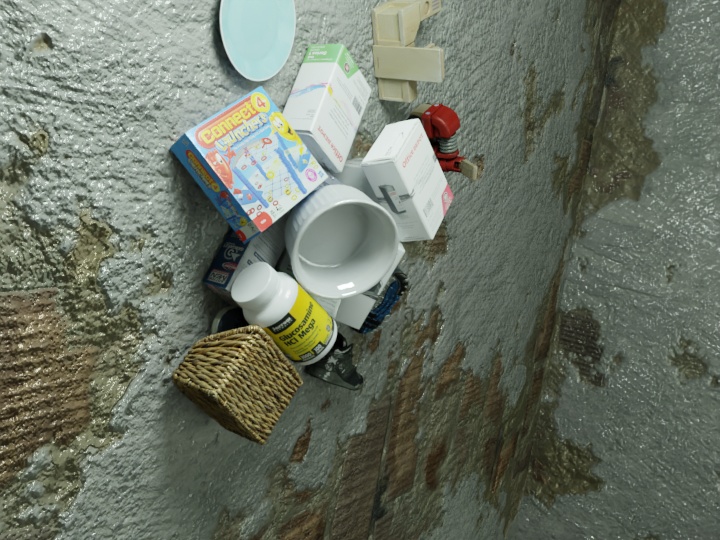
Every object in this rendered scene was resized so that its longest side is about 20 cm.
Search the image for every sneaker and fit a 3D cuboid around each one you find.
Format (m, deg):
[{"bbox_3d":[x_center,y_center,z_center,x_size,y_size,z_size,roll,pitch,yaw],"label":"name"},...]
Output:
[{"bbox_3d":[-0.037,0.211,1.762,0.199,0.076,0.114,32,81,-53],"label":"sneaker"},{"bbox_3d":[-0.194,0.111,1.446,0.200,0.084,0.075,4,98,-60],"label":"sneaker"},{"bbox_3d":[0.044,0.064,1.815,0.075,0.087,0.200,25,115,-24],"label":"sneaker"}]

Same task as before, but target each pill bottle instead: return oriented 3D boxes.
[{"bbox_3d":[-0.137,0.076,1.363,0.200,0.112,0.112,48,60,-41],"label":"pill bottle"}]

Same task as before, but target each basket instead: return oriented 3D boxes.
[{"bbox_3d":[-0.223,0.191,1.368,0.149,0.143,0.200,-58,140,-23],"label":"basket"}]

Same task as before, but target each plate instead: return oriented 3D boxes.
[{"bbox_3d":[-0.180,-0.428,1.310,0.200,0.026,0.200,-30,127,-50],"label":"plate"}]

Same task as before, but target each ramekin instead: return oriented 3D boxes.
[{"bbox_3d":[-0.041,-0.057,1.374,0.200,0.098,0.201,-12,125,-18],"label":"ramekin"}]

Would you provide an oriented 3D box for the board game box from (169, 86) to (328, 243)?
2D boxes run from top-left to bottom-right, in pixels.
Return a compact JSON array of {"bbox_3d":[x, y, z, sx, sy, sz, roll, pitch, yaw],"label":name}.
[{"bbox_3d":[-0.180,-0.180,1.279,0.196,0.056,0.200,53,48,-10],"label":"board game box"}]

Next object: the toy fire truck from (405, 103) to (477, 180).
[{"bbox_3d":[0.210,-0.298,1.847,0.129,0.200,0.176,-47,139,-41],"label":"toy fire truck"}]

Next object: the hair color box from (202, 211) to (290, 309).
[{"bbox_3d":[-0.199,-0.037,1.400,0.200,0.060,0.100,-66,148,-19],"label":"hair color box"}]

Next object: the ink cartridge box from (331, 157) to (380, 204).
[{"bbox_3d":[0.035,-0.194,1.647,0.200,0.146,0.084,-20,117,-56],"label":"ink cartridge box"}]

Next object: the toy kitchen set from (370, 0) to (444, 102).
[{"bbox_3d":[0.143,-0.494,1.691,0.180,0.163,0.200,-43,136,-44],"label":"toy kitchen set"}]

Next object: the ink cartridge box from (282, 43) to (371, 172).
[{"bbox_3d":[-0.068,-0.311,1.475,0.145,0.084,0.200,48,56,-55],"label":"ink cartridge box"}]

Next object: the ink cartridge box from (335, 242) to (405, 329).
[{"bbox_3d":[0.000,0.000,1.601,0.200,0.084,0.145,-60,-162,18],"label":"ink cartridge box"}]

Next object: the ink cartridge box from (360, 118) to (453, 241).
[{"bbox_3d":[0.097,-0.178,1.526,0.200,0.085,0.146,63,40,-33],"label":"ink cartridge box"}]

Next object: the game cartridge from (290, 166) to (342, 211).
[{"bbox_3d":[-0.106,-0.159,1.425,0.200,0.041,0.133,30,45,-34],"label":"game cartridge"}]

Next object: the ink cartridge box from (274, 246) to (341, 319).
[{"bbox_3d":[-0.092,-0.019,1.504,0.145,0.087,0.200,27,74,-21],"label":"ink cartridge box"}]
